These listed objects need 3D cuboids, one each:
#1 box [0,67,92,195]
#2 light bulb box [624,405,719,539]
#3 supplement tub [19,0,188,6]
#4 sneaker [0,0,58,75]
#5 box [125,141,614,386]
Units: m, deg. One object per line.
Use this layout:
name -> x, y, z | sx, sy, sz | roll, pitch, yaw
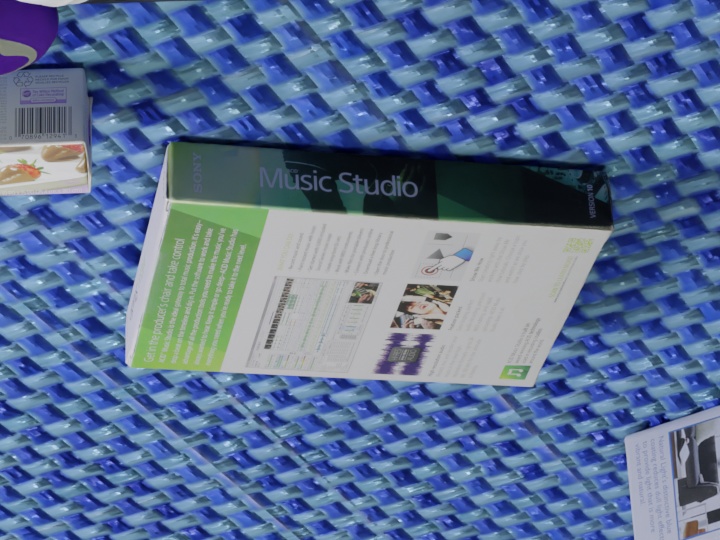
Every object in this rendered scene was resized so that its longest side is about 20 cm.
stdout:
box -> -0.209, -0.054, 1.107 | 0.199, 0.042, 0.039 | -3, 148, -3
light bulb box -> 0.272, 0.146, 1.400 | 0.199, 0.125, 0.198 | -20, 144, 26
supplement tub -> -0.052, -0.153, 0.835 | 0.199, 0.141, 0.140 | -4, 151, -27
sneaker -> -0.193, -0.055, 0.945 | 0.200, 0.100, 0.070 | -8, 164, -34
box -> 0.000, 0.000, 1.223 | 0.199, 0.036, 0.144 | 3, 148, -12
